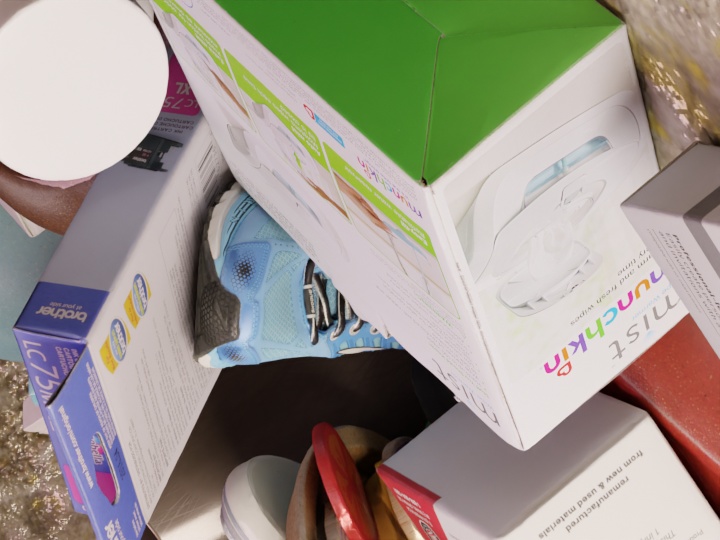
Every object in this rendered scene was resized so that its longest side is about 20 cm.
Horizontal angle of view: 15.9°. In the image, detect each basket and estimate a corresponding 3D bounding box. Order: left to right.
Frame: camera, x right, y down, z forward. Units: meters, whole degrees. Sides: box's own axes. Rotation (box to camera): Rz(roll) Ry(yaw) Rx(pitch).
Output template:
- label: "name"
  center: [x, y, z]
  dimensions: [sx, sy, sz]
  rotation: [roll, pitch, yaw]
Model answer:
- label: "basket"
  center: [-0.034, 0.061, 1.266]
  dimensions: [0.180, 0.200, 0.136]
  rotation: [43, 166, 38]

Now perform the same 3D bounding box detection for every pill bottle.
- label: "pill bottle"
  center: [-0.153, -0.117, 1.079]
  dimensions: [0.200, 0.112, 0.112]
  rotation: [46, 169, 53]

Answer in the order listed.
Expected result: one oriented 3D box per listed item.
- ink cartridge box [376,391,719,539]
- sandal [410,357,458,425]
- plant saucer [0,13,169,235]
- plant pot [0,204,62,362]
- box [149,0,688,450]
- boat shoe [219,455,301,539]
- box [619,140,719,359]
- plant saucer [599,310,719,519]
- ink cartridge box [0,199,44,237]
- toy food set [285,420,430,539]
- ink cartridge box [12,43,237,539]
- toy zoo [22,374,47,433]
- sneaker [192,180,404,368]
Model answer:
- label: "ink cartridge box"
  center: [0.112, 0.147, 1.071]
  dimensions: [0.200, 0.084, 0.144]
  rotation: [56, 169, -17]
- label: "sandal"
  center: [0.082, 0.102, 1.204]
  dimensions: [0.200, 0.048, 0.075]
  rotation: [41, -155, -31]
- label: "plant saucer"
  center: [-0.139, -0.113, 1.204]
  dimensions: [0.200, 0.201, 0.037]
  rotation: [47, -150, 22]
- label: "plant pot"
  center: [-0.128, -0.035, 1.444]
  dimensions: [0.134, 0.201, 0.200]
  rotation: [13, 153, 19]
- label: "box"
  center: [0.015, -0.058, 0.963]
  dimensions: [0.200, 0.097, 0.177]
  rotation: [43, 166, 36]
- label: "boat shoe"
  center: [-0.015, 0.157, 1.201]
  dimensions: [0.201, 0.071, 0.070]
  rotation: [43, -157, -43]
- label: "box"
  center: [0.174, 0.038, 0.786]
  dimensions: [0.156, 0.041, 0.200]
  rotation: [55, 167, -17]
- label: "plant saucer"
  center: [0.128, 0.071, 1.080]
  dimensions: [0.200, 0.037, 0.200]
  rotation: [44, 167, 35]
- label: "ink cartridge box"
  center: [-0.181, -0.138, 1.351]
  dimensions: [0.200, 0.145, 0.084]
  rotation: [46, 165, 25]
- label: "toy food set"
  center: [0.032, 0.154, 1.141]
  dimensions: [0.199, 0.049, 0.200]
  rotation: [63, -157, 2]
- label: "ink cartridge box"
  center: [-0.089, 0.016, 1.065]
  dimensions: [0.042, 0.200, 0.120]
  rotation: [8, 140, 17]
- label: "toy zoo"
  center: [-0.106, 0.079, 1.507]
  dimensions: [0.131, 0.199, 0.021]
  rotation: [-21, 66, 49]
- label: "sneaker"
  center: [0.000, 0.000, 1.107]
  dimensions: [0.090, 0.200, 0.079]
  rotation: [12, 106, 29]
